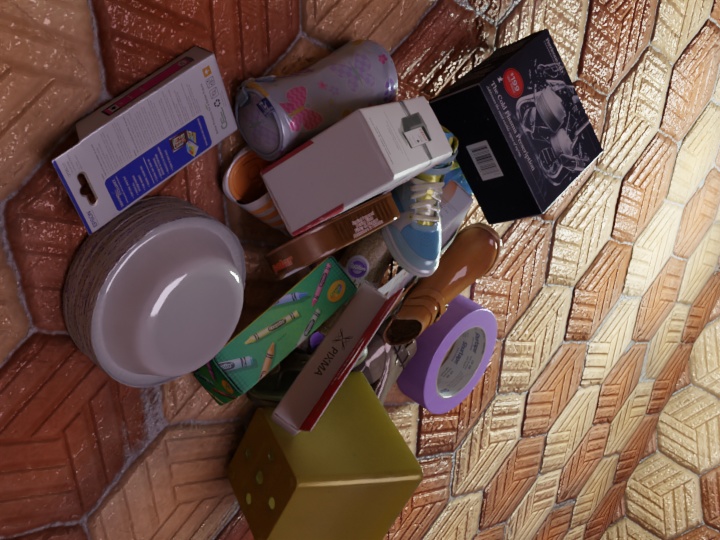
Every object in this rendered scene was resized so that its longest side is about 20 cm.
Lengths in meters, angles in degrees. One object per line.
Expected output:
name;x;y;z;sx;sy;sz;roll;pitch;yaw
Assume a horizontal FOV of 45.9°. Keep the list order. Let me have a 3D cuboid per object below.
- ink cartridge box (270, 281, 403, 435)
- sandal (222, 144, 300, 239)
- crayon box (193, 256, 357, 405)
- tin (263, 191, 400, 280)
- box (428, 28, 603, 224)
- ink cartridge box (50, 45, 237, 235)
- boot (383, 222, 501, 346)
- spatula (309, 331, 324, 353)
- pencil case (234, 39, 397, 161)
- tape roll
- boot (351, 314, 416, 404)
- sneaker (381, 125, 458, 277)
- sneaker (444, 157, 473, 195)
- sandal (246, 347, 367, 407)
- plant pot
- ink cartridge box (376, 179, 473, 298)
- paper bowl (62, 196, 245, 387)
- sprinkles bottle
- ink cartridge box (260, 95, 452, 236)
ink cartridge box;-0.033;0.104;1.037;0.201;0.044;0.176;-56;-179;-16
sandal;-0.083;-0.083;1.024;0.080;0.059;0.206;-58;145;-3
crayon box;-0.105;0.076;1.053;0.200;0.058;0.119;-41;-178;-27
tin;-0.031;-0.042;1.022;0.199;0.111;0.042;-30;97;-46
box;0.222;-0.201;1.198;0.182;0.103;0.201;-42;110;-34
ink cartridge box;-0.214;-0.132;0.848;0.200;0.037;0.095;-44;142;-27
boot;0.119;0.028;1.243;0.155;0.074;0.200;-45;174;-44
spatula;-0.047;0.168;1.276;0.056;0.021;0.202;-21;132;-26
pencil case;-0.048;-0.197;0.969;0.199;0.091;0.083;-30;167;-34
tape roll;0.151;0.144;1.472;0.199;0.065;0.202;-29;134;-36
boot;0.035;0.168;1.344;0.146;0.070;0.202;-42;146;-34
sneaker;0.081;-0.104;1.087;0.078;0.202;0.131;4;150;-22
sneaker;0.163;-0.153;1.284;0.198;0.076;0.106;-9;133;-40
sandal;-0.076;0.128;1.170;0.200;0.079;0.058;-28;119;-37
plant pot;-0.067;0.277;1.172;0.175;0.201;0.201;5;125;-38
ink cartridge box;0.068;-0.021;1.220;0.200;0.050;0.163;-41;168;-20
paper bowl;-0.206;0.032;0.914;0.200;0.104;0.203;-32;137;-36
sprinkles bottle;0.000;0.000;1.178;0.068;0.068;0.202;25;94;-55
ink cartridge box;0.001;-0.124;0.975;0.146;0.084;0.200;-27;-178;28
